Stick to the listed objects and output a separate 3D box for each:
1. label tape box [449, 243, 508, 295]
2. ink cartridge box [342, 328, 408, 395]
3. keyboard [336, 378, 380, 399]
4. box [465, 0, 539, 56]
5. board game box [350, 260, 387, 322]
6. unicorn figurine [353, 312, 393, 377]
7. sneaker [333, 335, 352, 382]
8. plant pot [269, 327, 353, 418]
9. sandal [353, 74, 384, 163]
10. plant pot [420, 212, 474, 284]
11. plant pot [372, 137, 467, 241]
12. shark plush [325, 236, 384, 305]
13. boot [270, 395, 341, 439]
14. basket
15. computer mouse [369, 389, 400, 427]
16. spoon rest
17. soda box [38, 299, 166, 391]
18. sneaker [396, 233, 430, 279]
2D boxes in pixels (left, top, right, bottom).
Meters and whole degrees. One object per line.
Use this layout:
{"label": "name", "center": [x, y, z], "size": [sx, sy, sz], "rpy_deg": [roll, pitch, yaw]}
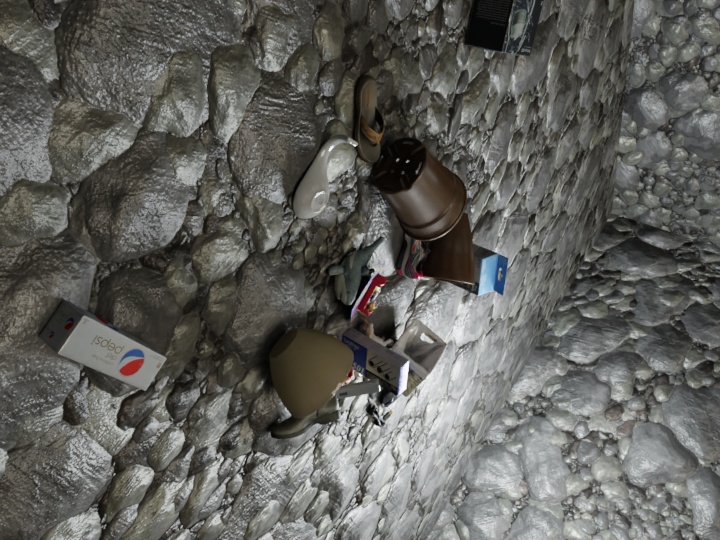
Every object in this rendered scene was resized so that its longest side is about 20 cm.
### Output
{"label": "label tape box", "center": [0.374, -0.002, 1.959], "size": [0.066, 0.198, 0.146], "rpy_deg": [-32, 135, -38]}
{"label": "ink cartridge box", "center": [0.036, 0.241, 1.599], "size": [0.044, 0.197, 0.096], "rpy_deg": [-27, 132, -43]}
{"label": "keyboard", "center": [-0.046, 0.318, 1.577], "size": [0.195, 0.011, 0.057], "rpy_deg": [-10, 140, 0]}
{"label": "box", "center": [0.393, -0.694, 1.619], "size": [0.198, 0.122, 0.201], "rpy_deg": [-20, 128, -50]}
{"label": "board game box", "center": [0.034, 0.066, 1.559], "size": [0.159, 0.038, 0.201], "rpy_deg": [-55, 172, -17]}
{"label": "unicorn figurine", "center": [0.033, 0.220, 1.702], "size": [0.136, 0.073, 0.205], "rpy_deg": [2, 106, -61]}
{"label": "sneaker", "center": [-0.061, 0.277, 1.580], "size": [0.078, 0.089, 0.204], "rpy_deg": [-32, 136, -44]}
{"label": "plant pot", "center": [-0.130, 0.209, 1.368], "size": [0.135, 0.199, 0.201], "rpy_deg": [47, 65, -18]}
{"label": "sandal", "center": [0.027, -0.333, 1.354], "size": [0.081, 0.054, 0.204], "rpy_deg": [-34, 136, -41]}
{"label": "plant pot", "center": [0.262, -0.072, 1.788], "size": [0.186, 0.183, 0.206], "rpy_deg": [11, 87, -58]}
{"label": "plant pot", "center": [0.136, -0.208, 1.490], "size": [0.198, 0.198, 0.204], "rpy_deg": [37, 79, -50]}
{"label": "shark plush", "center": [0.000, 0.000, 1.500], "size": [0.200, 0.082, 0.092], "rpy_deg": [-44, 142, -33]}
{"label": "boot", "center": [-0.144, 0.330, 1.509], "size": [0.196, 0.067, 0.134], "rpy_deg": [-16, 103, -24]}
{"label": "basket", "center": [0.155, 0.263, 1.805], "size": [0.124, 0.135, 0.200], "rpy_deg": [-56, 171, 31]}
{"label": "computer mouse", "center": [0.108, 0.425, 1.976], "size": [0.200, 0.045, 0.142], "rpy_deg": [-48, 143, -29]}
{"label": "spoon rest", "center": [-0.081, -0.201, 1.286], "size": [0.099, 0.060, 0.202], "rpy_deg": [16, 109, -57]}
{"label": "soda box", "center": [-0.410, 0.126, 0.975], "size": [0.069, 0.063, 0.200], "rpy_deg": [-58, 147, -12]}
{"label": "sneaker", "center": [0.167, -0.076, 1.715], "size": [0.080, 0.074, 0.205], "rpy_deg": [-11, 118, -53]}
